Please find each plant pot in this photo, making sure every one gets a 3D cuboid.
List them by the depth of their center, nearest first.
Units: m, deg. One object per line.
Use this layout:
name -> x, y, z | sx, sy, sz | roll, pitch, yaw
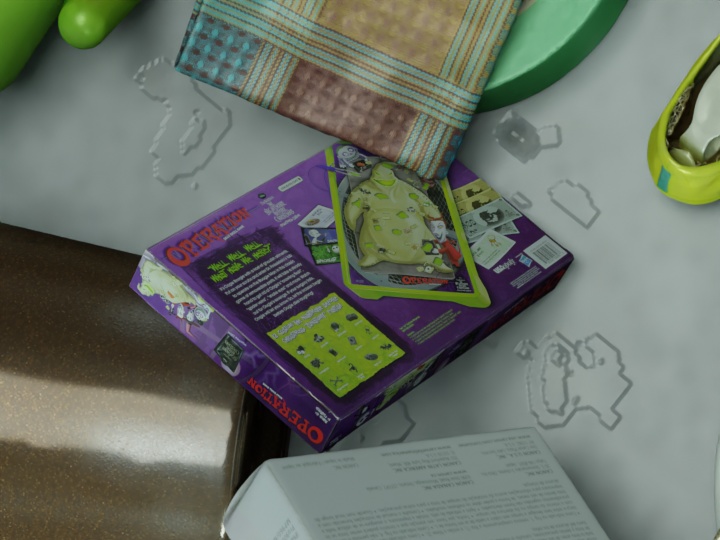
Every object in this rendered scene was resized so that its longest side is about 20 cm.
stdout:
plant pot -> -0.139, 0.067, 1.298 | 0.197, 0.200, 0.202 | 6, 85, 7

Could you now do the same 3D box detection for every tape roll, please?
tape roll -> 0.041, -0.179, 1.347 | 0.199, 0.048, 0.202 | -2, 83, 15

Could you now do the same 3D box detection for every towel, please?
towel -> 0.012, -0.158, 1.284 | 0.146, 0.022, 0.201 | 22, 104, -1

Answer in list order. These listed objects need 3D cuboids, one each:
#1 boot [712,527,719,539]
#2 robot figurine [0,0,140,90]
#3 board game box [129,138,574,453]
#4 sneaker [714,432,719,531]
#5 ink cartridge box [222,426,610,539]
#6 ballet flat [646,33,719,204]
boot -> 0.198, 0.166, 1.183 | 0.073, 0.155, 0.201 | 21, 115, 31
robot figurine -> -0.191, -0.171, 1.370 | 0.175, 0.116, 0.201 | 34, 91, -1
board game box -> 0.000, 0.000, 1.269 | 0.120, 0.200, 0.032 | 44, 131, 13
sneaker -> 0.200, 0.051, 1.264 | 0.073, 0.071, 0.201 | 0, 83, 14
ink cartridge box -> 0.055, 0.158, 1.171 | 0.057, 0.162, 0.201 | -55, 53, 37
ballet flat -> 0.205, -0.114, 1.285 | 0.067, 0.067, 0.200 | 41, 94, 16
